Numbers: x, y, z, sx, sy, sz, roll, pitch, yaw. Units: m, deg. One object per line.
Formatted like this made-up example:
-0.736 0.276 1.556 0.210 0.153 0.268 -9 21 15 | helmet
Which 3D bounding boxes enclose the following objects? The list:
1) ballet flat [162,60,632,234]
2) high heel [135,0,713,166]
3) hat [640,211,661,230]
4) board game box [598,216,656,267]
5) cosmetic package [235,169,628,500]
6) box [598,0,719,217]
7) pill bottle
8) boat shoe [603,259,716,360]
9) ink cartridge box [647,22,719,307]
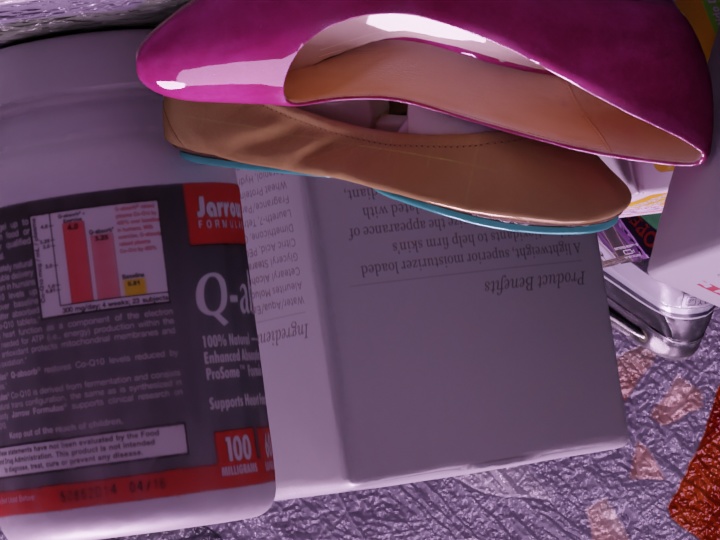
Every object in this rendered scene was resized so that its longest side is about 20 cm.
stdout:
0.009 -0.060 1.110 0.199 0.063 0.069 11 -157 26 | ballet flat
0.024 -0.064 1.045 0.199 0.096 0.067 -9 153 -13 | high heel
0.209 -0.068 1.284 0.200 0.176 0.166 36 -172 -39 | hat
0.070 -0.048 1.503 0.032 0.120 0.200 -38 -170 -24 | board game box
0.000 0.000 1.355 0.164 0.201 0.165 -5 176 -37 | cosmetic package
0.173 -0.083 1.167 0.199 0.102 0.112 -7 176 -17 | box
-0.102 0.008 1.206 0.115 0.201 0.116 -7 177 0 | pill bottle
0.110 -0.020 1.577 0.072 0.071 0.200 -19 -133 -35 | boat shoe
0.217 -0.049 1.011 0.145 0.145 0.200 23 166 -15 | ink cartridge box
